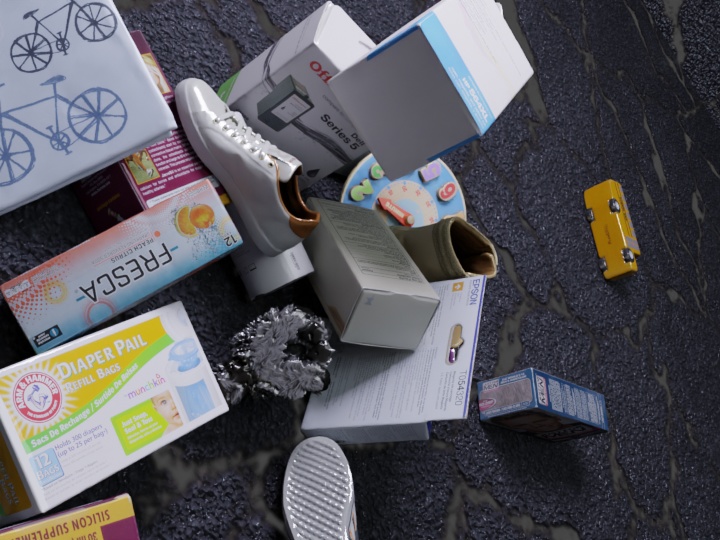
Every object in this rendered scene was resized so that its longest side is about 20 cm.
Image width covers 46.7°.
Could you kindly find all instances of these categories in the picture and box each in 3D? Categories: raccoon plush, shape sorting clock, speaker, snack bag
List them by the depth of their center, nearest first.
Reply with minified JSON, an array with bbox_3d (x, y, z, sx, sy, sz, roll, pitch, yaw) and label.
[{"bbox_3d":[-0.292,-0.175,0.748,0.201,0.188,0.021,63,-7,-4],"label":"snack bag"},{"bbox_3d":[-0.117,0.088,0.889,0.198,0.134,0.098,-6,90,-18],"label":"raccoon plush"},{"bbox_3d":[-0.128,-0.072,0.933,0.081,0.081,0.201,-26,90,-52],"label":"speaker"},{"bbox_3d":[0.060,-0.068,1.122,0.198,0.039,0.202,-2,95,-24],"label":"shape sorting clock"}]

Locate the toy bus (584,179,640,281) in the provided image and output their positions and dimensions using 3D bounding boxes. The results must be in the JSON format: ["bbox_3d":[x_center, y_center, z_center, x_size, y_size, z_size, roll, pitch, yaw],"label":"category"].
[{"bbox_3d":[0.513,-0.080,1.693,0.078,0.065,0.202,13,61,-47],"label":"toy bus"}]

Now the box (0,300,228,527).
[{"bbox_3d":[-0.228,0.116,0.699,0.200,0.101,0.113,-25,90,-52],"label":"box"}]

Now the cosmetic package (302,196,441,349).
[{"bbox_3d":[0.000,0.000,0.958,0.104,0.071,0.200,10,28,-27],"label":"cosmetic package"}]

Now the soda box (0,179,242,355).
[{"bbox_3d":[-0.206,-0.004,0.736,0.199,0.064,0.069,-30,94,-14],"label":"soda box"}]

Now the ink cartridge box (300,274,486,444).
[{"bbox_3d":[0.045,0.102,0.948,0.043,0.198,0.197,59,35,-40],"label":"ink cartridge box"}]

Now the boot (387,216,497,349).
[{"bbox_3d":[0.113,0.021,1.050,0.073,0.155,0.201,-46,114,-34],"label":"boot"}]

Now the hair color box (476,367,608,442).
[{"bbox_3d":[0.272,0.203,1.234,0.199,0.100,0.061,23,56,-40],"label":"hair color box"}]

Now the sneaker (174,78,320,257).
[{"bbox_3d":[-0.107,-0.118,0.851,0.201,0.084,0.073,58,26,-11],"label":"sneaker"}]

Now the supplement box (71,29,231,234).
[{"bbox_3d":[-0.233,-0.126,0.834,0.110,0.085,0.201,-33,97,-51],"label":"supplement box"}]

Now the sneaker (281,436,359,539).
[{"bbox_3d":[-0.038,0.276,0.861,0.080,0.078,0.201,88,-5,-51],"label":"sneaker"}]

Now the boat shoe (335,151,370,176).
[{"bbox_3d":[-0.005,-0.167,1.137,0.199,0.075,0.061,31,34,-43],"label":"boat shoe"}]

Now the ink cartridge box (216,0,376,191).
[{"bbox_3d":[-0.062,-0.192,0.976,0.145,0.199,0.084,40,44,-27],"label":"ink cartridge box"}]

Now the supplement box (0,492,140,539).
[{"bbox_3d":[-0.227,0.284,0.611,0.130,0.103,0.202,-5,75,-51],"label":"supplement box"}]

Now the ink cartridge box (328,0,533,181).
[{"bbox_3d":[0.086,-0.211,0.894,0.126,0.128,0.200,56,42,-13],"label":"ink cartridge box"}]

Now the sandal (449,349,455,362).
[{"bbox_3d":[0.111,0.043,1.173,0.082,0.050,0.204,12,62,-46],"label":"sandal"}]
